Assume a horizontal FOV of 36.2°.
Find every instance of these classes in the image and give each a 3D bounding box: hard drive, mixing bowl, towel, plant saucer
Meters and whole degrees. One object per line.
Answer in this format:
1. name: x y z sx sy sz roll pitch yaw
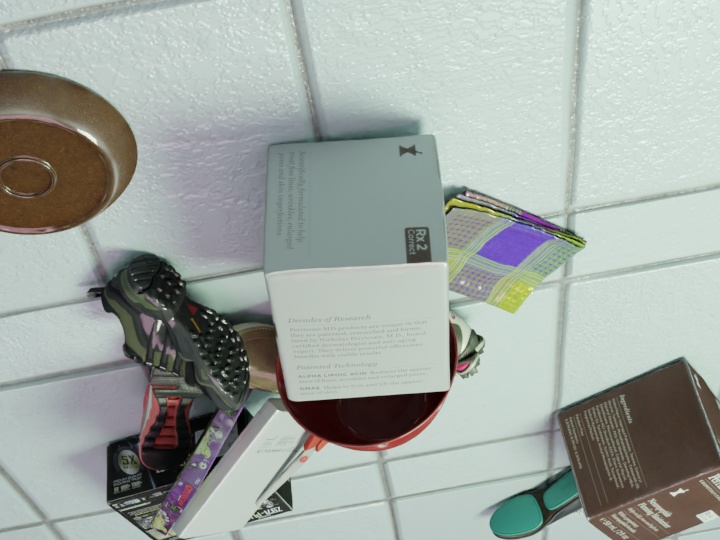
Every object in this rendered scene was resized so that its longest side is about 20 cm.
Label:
1. hard drive: -0.127 0.235 1.320 0.201 0.027 0.132 -53 153 13
2. mixing bowl: 0.016 0.121 1.216 0.198 0.202 0.109 -14 146 5
3. towel: 0.137 -0.015 1.209 0.199 0.023 0.144 18 134 -32
4. plant saucer: -0.301 -0.094 0.992 0.198 0.035 0.201 -6 143 -4

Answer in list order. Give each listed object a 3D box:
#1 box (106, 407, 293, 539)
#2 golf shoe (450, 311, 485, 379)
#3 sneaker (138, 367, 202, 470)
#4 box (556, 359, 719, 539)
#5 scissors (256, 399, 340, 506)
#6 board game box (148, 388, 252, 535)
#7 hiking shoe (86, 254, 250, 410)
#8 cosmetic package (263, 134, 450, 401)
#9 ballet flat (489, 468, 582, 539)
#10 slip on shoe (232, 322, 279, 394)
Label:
1. box: -0.210 0.275 1.456 0.198 0.087 0.164 -18 143 10
2. golf shoe: 0.052 0.106 1.326 0.199 0.077 0.088 -29 114 27
3. sneaker: -0.223 0.130 1.280 0.073 0.087 0.201 9 115 -26
4. box: 0.406 0.257 1.514 0.199 0.165 0.166 -27 140 22
5. scissors: -0.057 0.219 1.332 0.073 0.014 0.201 5 126 -39
6. board game box: -0.175 0.200 1.282 0.032 0.201 0.120 28 135 -1
7. hiking shoe: -0.200 0.075 1.180 0.100 0.076 0.201 -23 112 34
8. cosmetic package: 0.000 0.000 1.058 0.163 0.166 0.201 -4 139 2
9. ballet flat: 0.295 0.372 1.724 0.200 0.074 0.073 -37 136 28
10. slip on shoe: -0.082 0.115 1.271 0.199 0.060 0.077 26 91 -42
